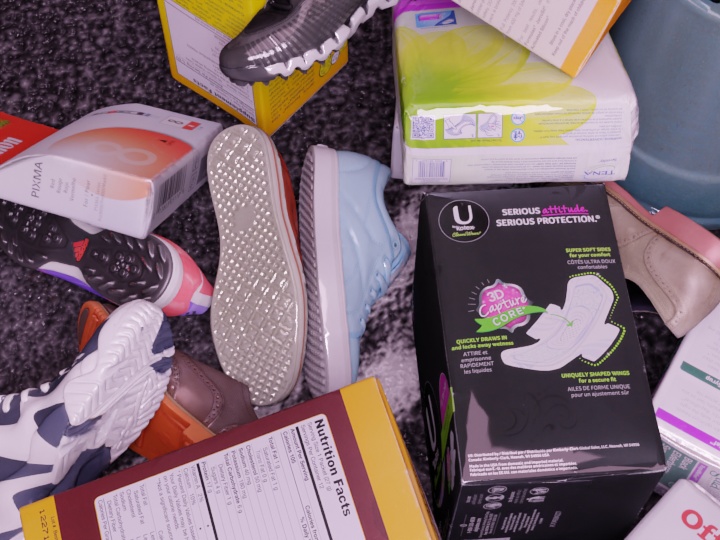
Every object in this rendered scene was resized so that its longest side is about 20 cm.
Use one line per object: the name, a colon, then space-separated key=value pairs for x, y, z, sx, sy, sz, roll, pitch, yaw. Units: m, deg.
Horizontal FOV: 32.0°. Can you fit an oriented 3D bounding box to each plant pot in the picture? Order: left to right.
plant pot: x=0.268 y=-0.167 z=0.931 sx=0.198 sy=0.197 sz=0.202 roll=1 pitch=59 yaw=-2

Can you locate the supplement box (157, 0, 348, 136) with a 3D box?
supplement box: x=-0.083 y=-0.219 z=0.948 sx=0.108 sy=0.201 sz=0.110 roll=35 pitch=64 yaw=20

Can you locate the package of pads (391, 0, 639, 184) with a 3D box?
package of pads: x=0.101 y=-0.131 z=0.859 sx=0.153 sy=0.069 sz=0.201 roll=-1 pitch=35 yaw=0

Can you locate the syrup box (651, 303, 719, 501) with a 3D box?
syrup box: x=0.258 y=0.061 z=0.860 sx=0.081 sy=0.079 sz=0.201 roll=29 pitch=63 yaw=15

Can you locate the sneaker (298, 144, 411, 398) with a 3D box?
sneaker: x=0.000 y=0.000 z=0.897 sx=0.081 sy=0.074 sz=0.202 roll=5 pitch=66 yaw=-13

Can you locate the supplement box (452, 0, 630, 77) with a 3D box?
supplement box: x=0.092 y=-0.231 z=0.804 sx=0.199 sy=0.074 sz=0.126 roll=33 pitch=52 yaw=6

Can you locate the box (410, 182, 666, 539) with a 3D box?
box: x=0.104 y=0.067 z=0.811 sx=0.123 sy=0.149 sz=0.202 roll=-2 pitch=59 yaw=-4

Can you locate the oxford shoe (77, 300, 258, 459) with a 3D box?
oxford shoe: x=-0.122 y=0.091 z=0.853 sx=0.073 sy=0.072 sz=0.200 roll=-19 pitch=56 yaw=-43

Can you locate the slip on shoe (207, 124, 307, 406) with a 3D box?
slip on shoe: x=-0.069 y=-0.003 z=0.896 sx=0.073 sy=0.061 sz=0.202 roll=-12 pitch=74 yaw=18

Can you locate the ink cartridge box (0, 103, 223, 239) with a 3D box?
ink cartridge box: x=-0.216 y=-0.094 z=0.911 sx=0.198 sy=0.051 sz=0.162 roll=18 pitch=23 yaw=5

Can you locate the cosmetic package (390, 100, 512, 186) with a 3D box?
cosmetic package: x=0.080 y=-0.169 z=0.999 sx=0.101 sy=0.074 sz=0.202 roll=4 pitch=60 yaw=0

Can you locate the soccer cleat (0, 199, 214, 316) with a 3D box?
soccer cleat: x=-0.193 y=-0.016 z=0.913 sx=0.199 sy=0.073 sz=0.069 roll=24 pitch=86 yaw=31

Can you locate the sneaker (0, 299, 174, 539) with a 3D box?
sneaker: x=-0.211 y=0.088 z=0.806 sx=0.129 sy=0.079 sz=0.200 roll=32 pitch=103 yaw=26

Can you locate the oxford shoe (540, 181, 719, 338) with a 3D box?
oxford shoe: x=0.176 y=-0.017 z=0.882 sx=0.075 sy=0.070 sz=0.200 roll=-52 pitch=31 yaw=-1

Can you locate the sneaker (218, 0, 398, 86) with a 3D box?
sneaker: x=-0.023 y=-0.205 z=0.862 sx=0.199 sy=0.091 sz=0.066 roll=-34 pitch=33 yaw=-16

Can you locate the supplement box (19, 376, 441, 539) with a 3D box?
supplement box: x=-0.047 y=0.186 z=0.691 sx=0.198 sy=0.198 sz=0.134 roll=-20 pitch=60 yaw=0

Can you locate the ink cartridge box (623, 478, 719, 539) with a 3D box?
ink cartridge box: x=0.182 y=0.247 z=0.744 sx=0.144 sy=0.085 sz=0.200 roll=40 pitch=67 yaw=20
